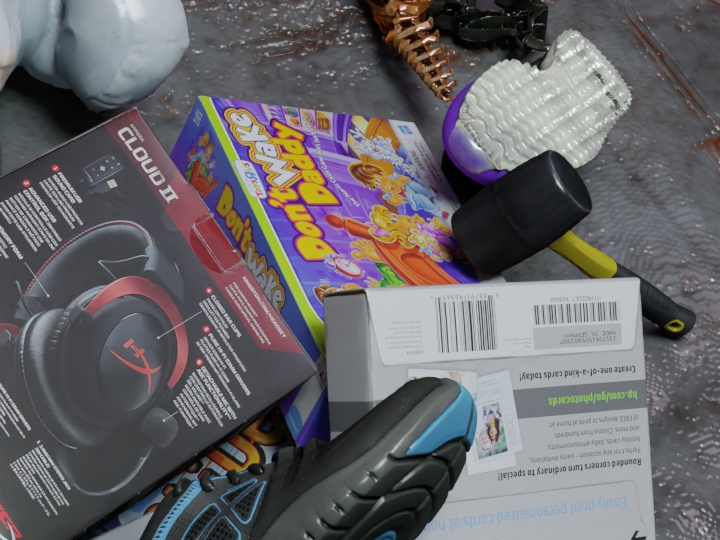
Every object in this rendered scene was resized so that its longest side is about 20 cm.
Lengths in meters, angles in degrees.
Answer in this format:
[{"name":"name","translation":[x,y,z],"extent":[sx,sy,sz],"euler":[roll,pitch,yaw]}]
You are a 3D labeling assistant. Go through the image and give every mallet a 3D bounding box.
[{"name":"mallet","translation":[0.115,0.002,1.028],"extent":[0.200,0.066,0.041],"euler":[40,26,-53]}]

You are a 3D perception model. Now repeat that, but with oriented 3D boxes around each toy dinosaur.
[{"name":"toy dinosaur","translation":[0.048,-0.174,1.186],"extent":[0.135,0.102,0.200],"euler":[1,69,-3]}]

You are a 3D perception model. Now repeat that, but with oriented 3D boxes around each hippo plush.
[{"name":"hippo plush","translation":[-0.182,-0.113,1.014],"extent":[0.161,0.160,0.200],"euler":[9,4,-38]}]

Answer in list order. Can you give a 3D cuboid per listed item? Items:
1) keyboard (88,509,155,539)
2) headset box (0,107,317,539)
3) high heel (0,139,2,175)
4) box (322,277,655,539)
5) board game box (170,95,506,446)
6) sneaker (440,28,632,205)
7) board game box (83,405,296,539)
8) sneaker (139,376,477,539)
[{"name":"keyboard","translation":[-0.141,0.156,0.839],"extent":[0.200,0.011,0.056],"euler":[-23,63,-22]},{"name":"headset box","translation":[-0.127,0.032,0.859],"extent":[0.200,0.075,0.149],"euler":[-34,87,-37]},{"name":"high heel","translation":[-0.270,-0.060,0.912],"extent":[0.200,0.071,0.143],"euler":[43,85,0]},{"name":"box","translation":[0.063,0.106,0.891],"extent":[0.156,0.041,0.200],"euler":[-3,87,-32]},{"name":"board game box","translation":[0.000,0.000,0.981],"extent":[0.134,0.045,0.200],"euler":[4,42,-33]},{"name":"sneaker","translation":[0.079,-0.065,1.071],"extent":[0.070,0.099,0.200],"euler":[51,28,4]},{"name":"board game box","translation":[-0.023,0.104,0.942],"extent":[0.135,0.034,0.200],"euler":[36,47,9]},{"name":"sneaker","translation":[-0.041,0.103,0.809],"extent":[0.200,0.073,0.082],"euler":[-40,58,-2]}]
